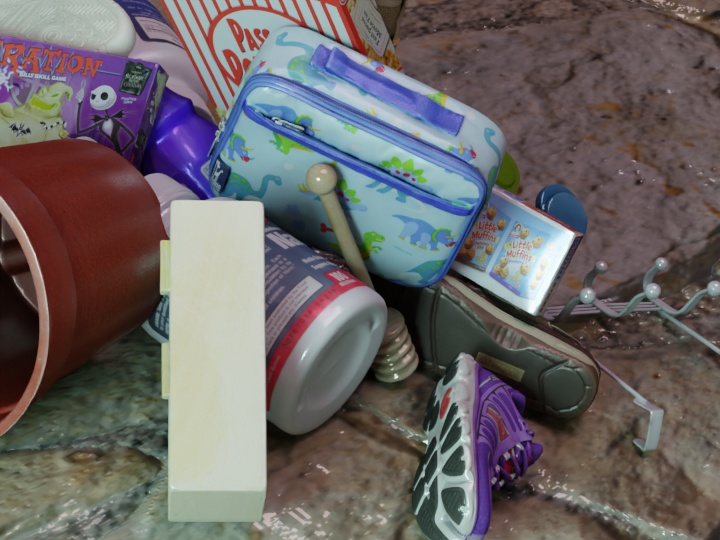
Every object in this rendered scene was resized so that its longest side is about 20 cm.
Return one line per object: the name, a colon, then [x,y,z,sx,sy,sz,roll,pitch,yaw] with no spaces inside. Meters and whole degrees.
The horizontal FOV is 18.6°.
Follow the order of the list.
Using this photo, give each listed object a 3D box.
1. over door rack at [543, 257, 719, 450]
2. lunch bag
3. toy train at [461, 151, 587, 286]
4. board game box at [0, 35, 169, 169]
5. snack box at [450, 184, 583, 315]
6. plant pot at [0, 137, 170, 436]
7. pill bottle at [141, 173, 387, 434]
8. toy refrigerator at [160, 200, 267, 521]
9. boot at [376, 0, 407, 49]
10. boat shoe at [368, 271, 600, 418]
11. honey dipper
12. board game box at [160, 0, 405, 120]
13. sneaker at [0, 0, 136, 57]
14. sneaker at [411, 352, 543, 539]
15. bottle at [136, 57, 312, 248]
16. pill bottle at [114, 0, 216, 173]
over door rack: [0.241,0.054,1.774,0.148,0.067,0.200,-3,38,-32]
lunch bag: [-0.005,-0.082,1.601,0.200,0.161,0.083,26,51,-5]
toy train: [0.077,-0.065,1.748,0.200,0.116,0.085,36,55,-22]
board game box: [-0.253,-0.113,1.648,0.200,0.032,0.120,11,71,18]
snack box: [0.069,-0.043,1.700,0.200,0.072,0.024,30,11,19]
plant pot: [-0.238,-0.002,1.477,0.201,0.201,0.195,31,25,17]
pill bottle: [-0.092,0.017,1.585,0.200,0.120,0.120,34,33,20]
toy refrigerator: [-0.098,0.060,1.455,0.070,0.076,0.200,1,69,-5]
boot: [0.015,-0.177,1.918,0.073,0.156,0.200,-6,39,-36]
boat shoe: [0.091,0.047,1.701,0.202,0.075,0.075,30,24,1]
honey dipper: [0.000,0.000,1.603,0.038,0.200,0.038,-12,40,10]
board game box: [-0.048,-0.154,1.641,0.151,0.200,0.046,4,50,28]
sneaker: [-0.255,-0.163,1.749,0.200,0.111,0.077,1,56,21]
sneaker: [0.090,0.127,1.563,0.083,0.081,0.200,24,30,-6]
bottle: [-0.123,-0.071,1.685,0.200,0.065,0.084,50,25,-5]
pill bottle: [-0.193,-0.157,1.809,0.111,0.111,0.200,-1,37,-32]
